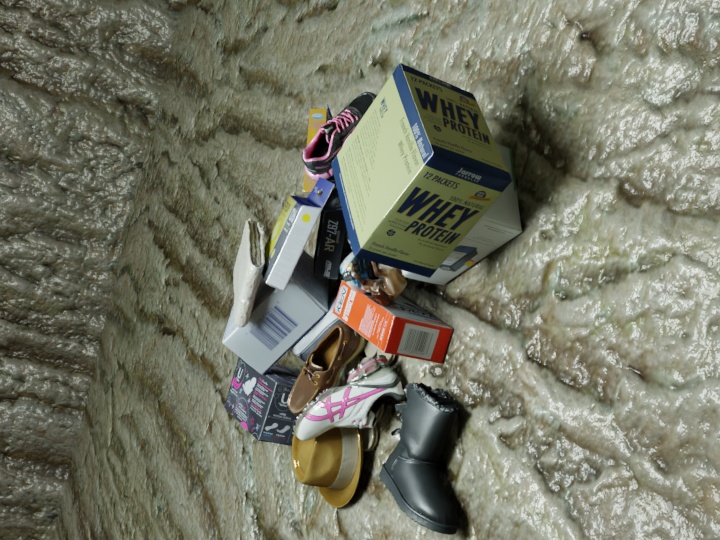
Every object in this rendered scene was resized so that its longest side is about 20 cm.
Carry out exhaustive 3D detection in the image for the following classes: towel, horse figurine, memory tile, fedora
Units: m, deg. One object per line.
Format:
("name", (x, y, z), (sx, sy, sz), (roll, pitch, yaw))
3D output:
("towel", (-0.202, 0.000, 1.643), (0.200, 0.034, 0.133), (-103, 27, -59))
("horse figurine", (0.040, -0.014, 1.419), (0.050, 0.133, 0.201), (-21, 39, 31))
("memory tile", (0.008, 0.200, 1.576), (0.153, 0.017, 0.201), (16, 93, 62))
("fedora", (-0.067, 0.315, 1.571), (0.200, 0.081, 0.202), (-9, 80, 62))

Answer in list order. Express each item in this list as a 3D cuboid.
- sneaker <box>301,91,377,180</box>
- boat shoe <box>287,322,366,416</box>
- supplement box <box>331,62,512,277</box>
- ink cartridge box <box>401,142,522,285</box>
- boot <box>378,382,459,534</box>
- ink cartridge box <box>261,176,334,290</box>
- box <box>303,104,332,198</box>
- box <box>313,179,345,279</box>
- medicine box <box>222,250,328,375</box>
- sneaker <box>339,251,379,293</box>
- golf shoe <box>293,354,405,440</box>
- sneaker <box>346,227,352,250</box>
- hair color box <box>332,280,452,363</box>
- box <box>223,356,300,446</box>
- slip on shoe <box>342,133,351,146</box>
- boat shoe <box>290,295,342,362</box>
("sneaker", (-0.038, -0.261, 1.708), (0.079, 0.095, 0.200), (40, 90, 21))
("boat shoe", (-0.072, 0.170, 1.591), (0.072, 0.067, 0.200), (44, 105, 33))
("supplement box", (0.077, -0.138, 1.276), (0.200, 0.134, 0.201), (-52, 37, 35))
("ink cartridge box", (0.142, -0.086, 1.367), (0.200, 0.087, 0.146), (-38, 47, 48))
("boot", (0.102, 0.266, 1.322), (0.198, 0.073, 0.163), (36, 108, 61))
("ink cartridge box", (-0.119, -0.077, 1.603), (0.201, 0.047, 0.198), (-66, 13, 4))
("box", (-0.081, -0.230, 1.827), (0.119, 0.041, 0.201), (68, -157, -72))
("box", (-0.054, -0.080, 1.678), (0.200, 0.043, 0.161), (-110, 28, -80))
("medicine box", (-0.156, 0.068, 1.721), (0.182, 0.103, 0.200), (-45, 15, 14))
("sneaker", (0.000, 0.000, 1.487), (0.086, 0.200, 0.075), (-10, 94, 21))
("golf shoe", (-0.021, 0.227, 1.481), (0.200, 0.073, 0.092), (-37, 71, 10))
("sneaker", (0.029, -0.107, 1.635), (0.087, 0.075, 0.201), (-12, 43, 15))
("hair color box", (0.047, 0.079, 1.451), (0.200, 0.110, 0.064), (30, 104, 60))
("box", (-0.158, 0.250, 1.739), (0.200, 0.132, 0.115), (22, 95, 61))
("slip on shoe", (0.030, -0.239, 1.665), (0.200, 0.076, 0.061), (-48, 61, 39))
("boat shoe", (-0.041, 0.099, 1.654), (0.200, 0.068, 0.072), (-44, 12, 15))
